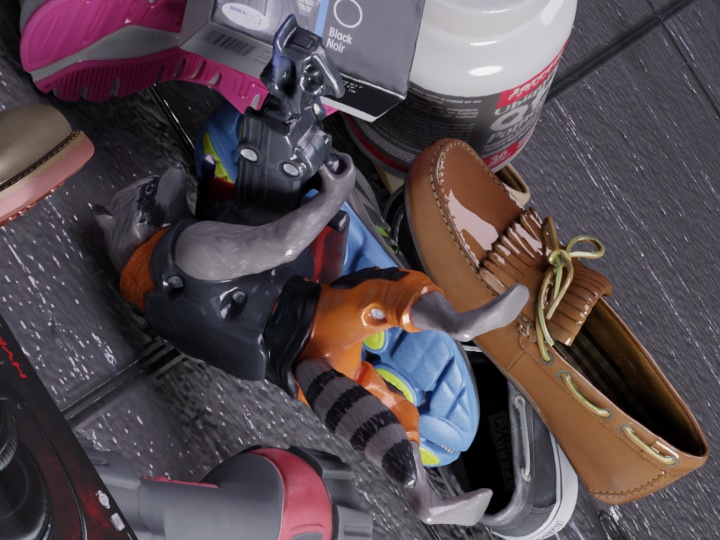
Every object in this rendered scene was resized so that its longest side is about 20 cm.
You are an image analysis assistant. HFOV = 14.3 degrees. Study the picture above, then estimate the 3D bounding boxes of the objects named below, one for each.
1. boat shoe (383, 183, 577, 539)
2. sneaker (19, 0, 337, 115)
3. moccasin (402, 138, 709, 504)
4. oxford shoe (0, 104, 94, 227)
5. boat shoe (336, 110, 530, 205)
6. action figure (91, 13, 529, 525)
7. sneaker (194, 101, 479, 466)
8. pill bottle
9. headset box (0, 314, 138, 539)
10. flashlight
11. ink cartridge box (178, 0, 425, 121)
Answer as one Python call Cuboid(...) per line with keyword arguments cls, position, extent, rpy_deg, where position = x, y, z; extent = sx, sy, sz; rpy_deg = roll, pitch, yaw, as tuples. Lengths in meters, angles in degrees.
Cuboid(cls="boat shoe", position=(0.048, 0.039, 1.429), extent=(0.068, 0.072, 0.200), rpy_deg=(24, 46, -59))
Cuboid(cls="sneaker", position=(-0.069, -0.126, 1.302), extent=(0.200, 0.081, 0.088), rpy_deg=(6, 42, -34))
Cuboid(cls="moccasin", position=(0.094, 0.021, 1.372), extent=(0.074, 0.078, 0.201), rpy_deg=(-36, 95, -47))
Cuboid(cls="oxford shoe", position=(-0.172, -0.025, 0.874), extent=(0.200, 0.070, 0.075), rpy_deg=(-23, 91, -35))
Cuboid(cls="boat shoe", position=(0.023, -0.104, 1.561), extent=(0.200, 0.069, 0.074), rpy_deg=(56, 21, -7))
Cuboid(cls="action figure", position=(-0.029, 0.003, 1.176), extent=(0.105, 0.193, 0.200), rpy_deg=(-46, 150, -34))
Cuboid(cls="sneaker", position=(0.000, 0.000, 1.359), extent=(0.200, 0.071, 0.083), rpy_deg=(57, 26, 4))
Cuboid(cls="pill bottle", position=(0.048, -0.125, 1.424), extent=(0.200, 0.111, 0.111), rpy_deg=(103, -37, -71))
Cuboid(cls="headset box", position=(-0.151, 0.092, 0.878), extent=(0.149, 0.077, 0.200), rpy_deg=(59, 19, 0))
Cuboid(cls="flashlight", position=(-0.073, 0.092, 1.085), extent=(0.200, 0.068, 0.068), rpy_deg=(14, 53, -56))
Cuboid(cls="ink cartridge box", position=(-0.012, -0.174, 1.264), extent=(0.099, 0.039, 0.200), rpy_deg=(19, 66, -21))
